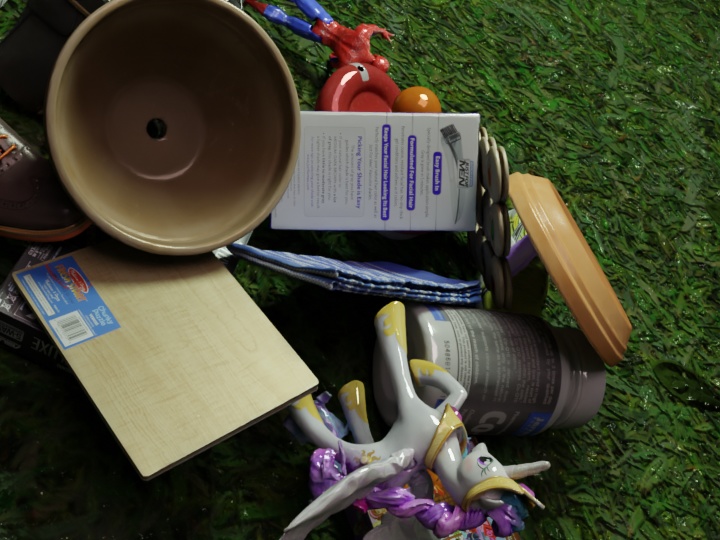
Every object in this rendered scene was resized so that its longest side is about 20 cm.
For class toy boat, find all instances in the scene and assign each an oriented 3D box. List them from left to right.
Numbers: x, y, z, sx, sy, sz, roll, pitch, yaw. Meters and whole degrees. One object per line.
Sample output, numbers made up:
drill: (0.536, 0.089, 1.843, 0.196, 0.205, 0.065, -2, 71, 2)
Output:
toy boat: (0.040, -0.142, 0.912, 0.129, 0.131, 0.201, -22, 70, -40)

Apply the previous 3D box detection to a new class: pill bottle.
pill bottle: (0.120, 0.094, 0.798, 0.197, 0.114, 0.115, 7, 54, -25)

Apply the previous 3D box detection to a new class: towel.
towel: (0.000, 0.000, 0.765, 0.198, 0.144, 0.024, 8, 96, -46)

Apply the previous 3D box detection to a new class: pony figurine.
pony figurine: (0.018, 0.145, 0.631, 0.200, 0.192, 0.167, 51, -1, 45)

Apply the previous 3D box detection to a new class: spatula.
spatula: (0.149, -0.051, 0.939, 0.020, 0.056, 0.201, 39, 20, -30)

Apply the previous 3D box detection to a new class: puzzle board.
puzzle board: (-0.146, 0.047, 0.647, 0.149, 0.018, 0.200, -24, 58, -35)

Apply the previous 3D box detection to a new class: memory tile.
memory tile: (0.123, -0.061, 0.857, 0.016, 0.156, 0.200, -4, 17, 0)

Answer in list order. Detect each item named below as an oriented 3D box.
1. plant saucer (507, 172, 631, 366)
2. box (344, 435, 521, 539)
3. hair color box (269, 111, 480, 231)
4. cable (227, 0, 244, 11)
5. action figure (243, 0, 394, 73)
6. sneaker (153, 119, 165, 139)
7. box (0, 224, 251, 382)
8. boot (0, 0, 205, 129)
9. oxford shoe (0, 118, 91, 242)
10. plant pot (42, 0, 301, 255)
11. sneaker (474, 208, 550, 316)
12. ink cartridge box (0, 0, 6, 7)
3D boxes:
plant saucer: (0.199, -0.008, 0.808, 0.201, 0.037, 0.201, 53, 17, -23)
box: (0.076, 0.248, 0.711, 0.135, 0.039, 0.202, -7, 61, -33)
hair color box: (0.012, -0.096, 0.830, 0.196, 0.111, 0.065, 1, 9, -2)
cable: (-0.142, -0.277, 0.945, 0.095, 0.051, 0.203, 2, 56, 14)
action figure: (-0.041, -0.284, 1.010, 0.199, 0.066, 0.099, 36, 18, 14)
sneaker: (-0.163, -0.124, 0.839, 0.088, 0.077, 0.201, -36, 78, -15)
box: (-0.192, 0.002, 0.725, 0.156, 0.050, 0.202, 27, 48, -11)
boot: (-0.236, -0.164, 0.790, 0.200, 0.138, 0.078, 48, 17, -6)
oxford shoe: (-0.295, -0.087, 0.679, 0.198, 0.073, 0.071, 26, 52, 14)
plant pot: (-0.154, -0.116, 0.698, 0.198, 0.092, 0.205, -2, 96, -26)
sneaker: (0.173, -0.004, 0.928, 0.075, 0.076, 0.202, 24, 51, -15)
ink cartridge box: (-0.359, -0.308, 0.811, 0.066, 0.116, 0.202, 24, 48, -11)
